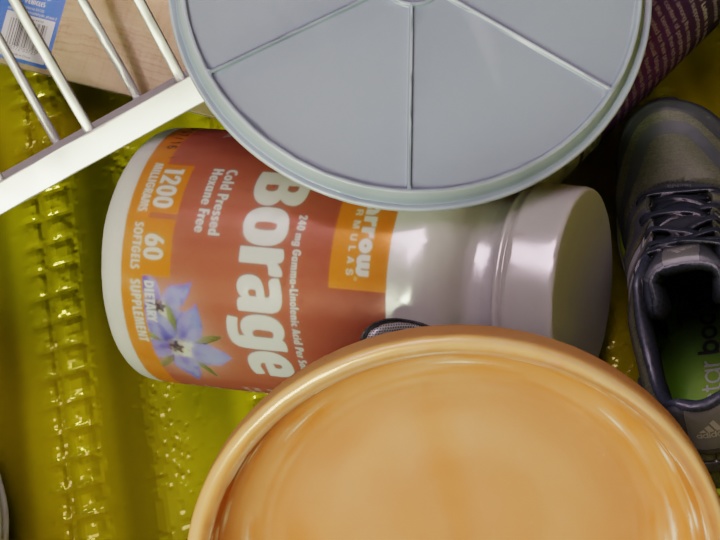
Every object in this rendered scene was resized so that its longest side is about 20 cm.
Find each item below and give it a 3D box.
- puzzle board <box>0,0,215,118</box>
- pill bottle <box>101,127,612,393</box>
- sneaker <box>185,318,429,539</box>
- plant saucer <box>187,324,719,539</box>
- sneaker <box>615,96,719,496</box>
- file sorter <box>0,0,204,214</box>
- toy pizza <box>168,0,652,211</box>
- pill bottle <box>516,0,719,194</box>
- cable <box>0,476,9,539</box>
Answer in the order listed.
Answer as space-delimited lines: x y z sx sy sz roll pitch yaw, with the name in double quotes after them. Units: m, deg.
-0.119 -0.165 1.127 0.199 0.017 0.152 15 89 13 "puzzle board"
0.000 0.000 0.966 0.199 0.112 0.113 5 58 23 "pill bottle"
-0.006 0.083 0.902 0.199 0.114 0.076 -15 38 7 "sneaker"
0.035 0.106 0.842 0.199 0.201 0.038 -15 25 9 "plant saucer"
0.140 0.003 0.934 0.073 0.081 0.201 -14 53 9 "sneaker"
-0.134 -0.113 1.030 0.199 0.125 0.139 -27 9 9 "file sorter"
0.020 -0.114 0.938 0.199 0.032 0.202 1 69 -3 "toy pizza"
0.104 -0.131 1.021 0.200 0.112 0.111 -44 54 -13 "pill bottle"
-0.255 0.120 0.999 0.199 0.069 0.201 -15 53 9 "cable"
